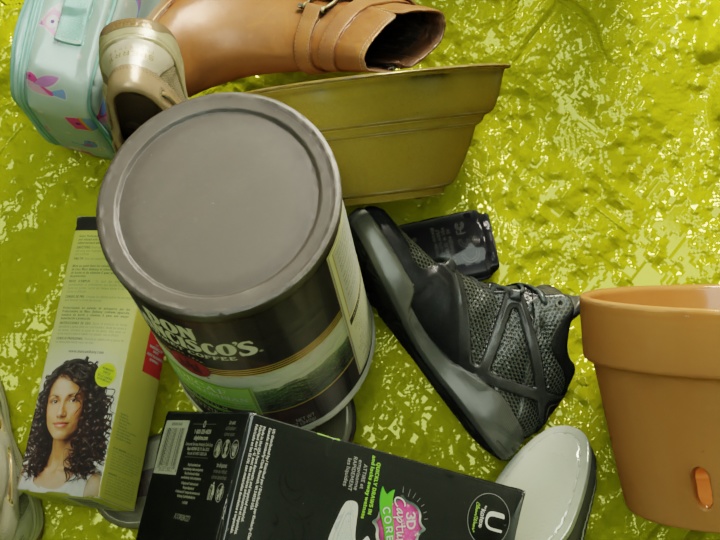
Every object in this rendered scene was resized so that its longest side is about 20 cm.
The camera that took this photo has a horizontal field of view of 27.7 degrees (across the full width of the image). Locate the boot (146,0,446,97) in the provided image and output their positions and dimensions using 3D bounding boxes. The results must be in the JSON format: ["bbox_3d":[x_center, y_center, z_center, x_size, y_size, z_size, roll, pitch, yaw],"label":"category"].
[{"bbox_3d":[-0.051,-0.154,1.021,0.199,0.078,0.154,-29,41,-36],"label":"boot"}]

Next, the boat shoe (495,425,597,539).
[{"bbox_3d":[0.111,0.205,0.983,0.072,0.060,0.204,13,73,46],"label":"boat shoe"}]

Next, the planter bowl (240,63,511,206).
[{"bbox_3d":[0.009,-0.089,1.003,0.197,0.200,0.085,-7,95,4],"label":"planter bowl"}]

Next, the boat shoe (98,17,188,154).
[{"bbox_3d":[-0.138,-0.082,0.998,0.070,0.201,0.065,-7,56,8],"label":"boat shoe"}]

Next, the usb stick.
[{"bbox_3d":[0.000,0.000,1.054,0.197,0.033,0.056,-12,69,2],"label":"usb stick"}]

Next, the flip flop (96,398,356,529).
[{"bbox_3d":[-0.097,0.128,1.019,0.197,0.058,0.082,-16,73,4],"label":"flip flop"}]

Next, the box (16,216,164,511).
[{"bbox_3d":[-0.179,0.063,1.028,0.074,0.050,0.203,-1,70,26],"label":"box"}]

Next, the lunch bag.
[{"bbox_3d":[-0.185,-0.193,1.048,0.076,0.160,0.203,12,79,7],"label":"lunch bag"}]

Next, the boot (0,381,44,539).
[{"bbox_3d":[-0.291,0.101,0.993,0.071,0.155,0.202,-28,76,-2],"label":"boot"}]

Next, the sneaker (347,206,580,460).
[{"bbox_3d":[0.076,0.020,1.006,0.114,0.076,0.200,-40,95,-10],"label":"sneaker"}]

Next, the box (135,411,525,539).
[{"bbox_3d":[-0.024,0.172,0.917,0.198,0.148,0.126,20,77,-25],"label":"box"}]

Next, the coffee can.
[{"bbox_3d":[-0.071,0.004,0.929,0.144,0.201,0.148,-3,63,6],"label":"coffee can"}]

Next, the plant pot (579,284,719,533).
[{"bbox_3d":[0.241,0.086,0.941,0.197,0.200,0.142,0,93,5],"label":"plant pot"}]
